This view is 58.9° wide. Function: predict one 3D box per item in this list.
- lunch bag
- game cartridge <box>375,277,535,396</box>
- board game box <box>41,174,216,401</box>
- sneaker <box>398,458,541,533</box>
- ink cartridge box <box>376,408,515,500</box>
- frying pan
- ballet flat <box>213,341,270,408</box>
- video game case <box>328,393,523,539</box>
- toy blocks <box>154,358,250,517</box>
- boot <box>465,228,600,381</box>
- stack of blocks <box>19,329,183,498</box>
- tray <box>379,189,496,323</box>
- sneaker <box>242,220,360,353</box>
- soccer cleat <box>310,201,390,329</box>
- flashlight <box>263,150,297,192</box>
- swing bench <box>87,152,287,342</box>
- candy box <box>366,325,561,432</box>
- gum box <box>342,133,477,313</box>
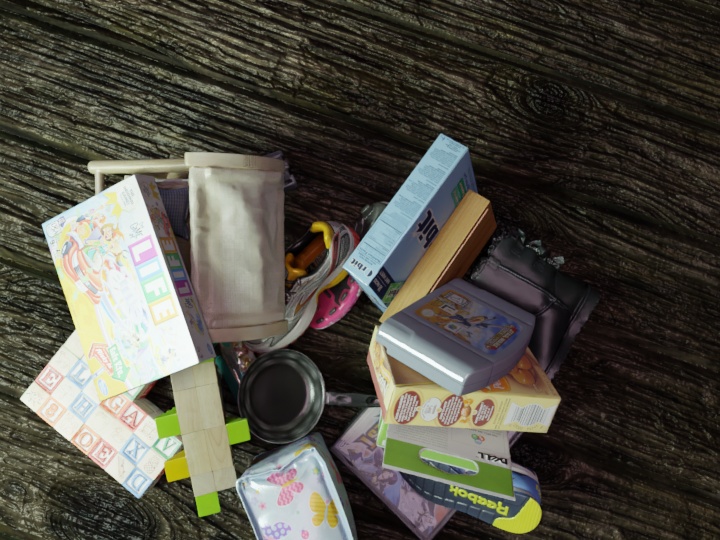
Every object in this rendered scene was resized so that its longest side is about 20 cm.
[{"bbox_3d":[-0.065,0.315,0.768,0.126,0.170,0.202,-23,85,-5],"label":"lunch bag"},{"bbox_3d":[0.124,0.072,0.746,0.132,0.199,0.042,24,118,28],"label":"game cartridge"},{"bbox_3d":[-0.246,0.020,0.672,0.133,0.034,0.202,-22,86,18],"label":"board game box"},{"bbox_3d":[0.134,0.255,0.810,0.198,0.082,0.075,22,119,16],"label":"sneaker"},{"bbox_3d":[0.093,0.196,0.743,0.146,0.201,0.076,15,119,1],"label":"ink cartridge box"},{"bbox_3d":[-0.067,0.148,0.820,0.188,0.031,0.116,-16,90,-24],"label":"frying pan"},{"bbox_3d":[-0.169,0.095,0.851,0.064,0.075,0.202,-26,89,-35],"label":"ballet flat"},{"bbox_3d":[0.089,0.226,0.856,0.181,0.026,0.200,43,84,3],"label":"video game case"},{"bbox_3d":[-0.194,0.172,0.786,0.099,0.137,0.203,-11,100,-13],"label":"toy blocks"},{"bbox_3d":[0.210,0.055,0.856,0.162,0.073,0.199,34,81,3],"label":"boot"},{"bbox_3d":[-0.319,0.181,0.832,0.199,0.059,0.116,39,84,3],"label":"stack of blocks"},{"bbox_3d":[0.106,0.001,0.835,0.037,0.099,0.201,35,88,23],"label":"tray"},{"bbox_3d":[-0.087,0.016,0.800,0.078,0.082,0.201,40,97,30],"label":"sneaker"},{"bbox_3d":[0.000,0.000,0.860,0.070,0.086,0.201,44,107,30],"label":"soccer cleat"},{"bbox_3d":[-0.191,-0.105,0.870,0.198,0.068,0.068,-27,110,-8],"label":"flashlight"},{"bbox_3d":[-0.192,-0.025,0.733,0.198,0.129,0.202,0,92,24],"label":"swing bench"},{"bbox_3d":[0.115,0.125,0.740,0.197,0.116,0.056,7,117,-14],"label":"candy box"},{"bbox_3d":[0.074,-0.045,0.813,0.044,0.170,0.201,34,83,24],"label":"gum box"}]
